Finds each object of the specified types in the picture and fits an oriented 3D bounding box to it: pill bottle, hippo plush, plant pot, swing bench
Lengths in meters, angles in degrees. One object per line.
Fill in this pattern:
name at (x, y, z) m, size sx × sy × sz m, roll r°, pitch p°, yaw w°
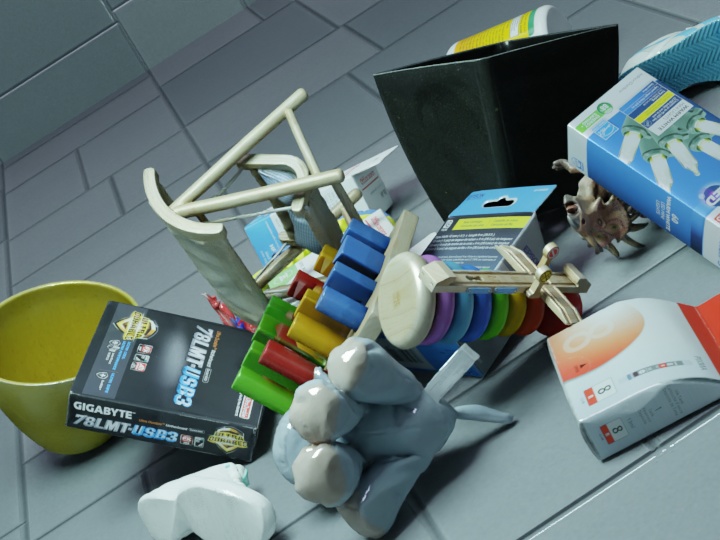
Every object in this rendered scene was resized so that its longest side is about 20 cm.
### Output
pill bottle at (0.179, -0.258, 2.095) m, size 0.198 × 0.113 × 0.113 m, roll -20°, pitch 23°, yaw 30°
hippo plush at (-0.008, 0.124, 1.430) m, size 0.200 × 0.160 × 0.160 m, roll -40°, pitch 23°, yaw -21°
plant pot at (-0.342, 0.127, 1.876) m, size 0.197 × 0.143 × 0.201 m, roll -3°, pitch 34°, yaw 2°
plant pot at (0.161, -0.153, 1.743) m, size 0.198 × 0.180 × 0.199 m, roll -18°, pitch 10°, yaw -33°
swing bench at (-0.095, -0.047, 1.698) m, size 0.198 × 0.199 × 0.131 m, roll -28°, pitch 54°, yaw 3°

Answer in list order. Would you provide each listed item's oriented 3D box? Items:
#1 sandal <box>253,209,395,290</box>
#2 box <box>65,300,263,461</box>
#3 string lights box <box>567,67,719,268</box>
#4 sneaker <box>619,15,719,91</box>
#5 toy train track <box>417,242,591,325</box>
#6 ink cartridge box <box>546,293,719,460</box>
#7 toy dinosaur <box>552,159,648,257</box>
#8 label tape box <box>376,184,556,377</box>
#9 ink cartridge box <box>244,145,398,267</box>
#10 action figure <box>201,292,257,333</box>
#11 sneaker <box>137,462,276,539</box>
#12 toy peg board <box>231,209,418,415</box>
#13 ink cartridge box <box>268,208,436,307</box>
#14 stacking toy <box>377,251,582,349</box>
sandal at (-0.045, -0.020, 1.932) m, size 0.198 × 0.080 × 0.087 m, roll -24°, pitch 18°, yaw 16°
box at (-0.195, 0.115, 1.716) m, size 0.196 × 0.050 × 0.201 m, roll 11°, pitch 27°, yaw 0°
string lights box at (0.298, -0.095, 1.493) m, size 0.102 × 0.059 × 0.199 m, roll -39°, pitch 56°, yaw -20°
sneaker at (0.386, -0.250, 1.840) m, size 0.198 × 0.077 × 0.081 m, roll -18°, pitch 22°, yaw 27°
toy train track at (0.135, 0.001, 1.430) m, size 0.198 × 0.033 × 0.115 m, roll 0°, pitch 37°, yaw -41°
ink cartridge box at (0.261, 0.061, 1.349) m, size 0.199 × 0.050 × 0.163 m, roll -32°, pitch 20°, yaw 9°
toy dinosaur at (0.275, -0.078, 1.591) m, size 0.197 × 0.086 × 0.137 m, roll -10°, pitch 61°, yaw -13°
label tape box at (0.114, 0.009, 1.610) m, size 0.143 × 0.066 × 0.201 m, roll -1°, pitch 45°, yaw 55°
ink cartridge box at (-0.034, -0.077, 2.020) m, size 0.198 × 0.067 × 0.116 m, roll -25°, pitch 7°, yaw 18°
action figure at (-0.152, 0.043, 1.877) m, size 0.065 × 0.099 × 0.199 m, roll -41°, pitch 18°, yaw -20°
sneaker at (-0.131, 0.215, 1.535) m, size 0.088 × 0.076 × 0.199 m, roll -31°, pitch 15°, yaw -36°
toy peg board at (-0.041, 0.046, 1.599) m, size 0.200 × 0.097 × 0.201 m, roll -60°, pitch 6°, yaw 32°
ink cartridge box at (0.000, 0.000, 1.827) m, size 0.199 × 0.068 × 0.117 m, roll -33°, pitch 20°, yaw -1°
stacking toy at (0.119, 0.030, 1.473) m, size 0.198 × 0.087 × 0.085 m, roll 2°, pitch 5°, yaw -27°
